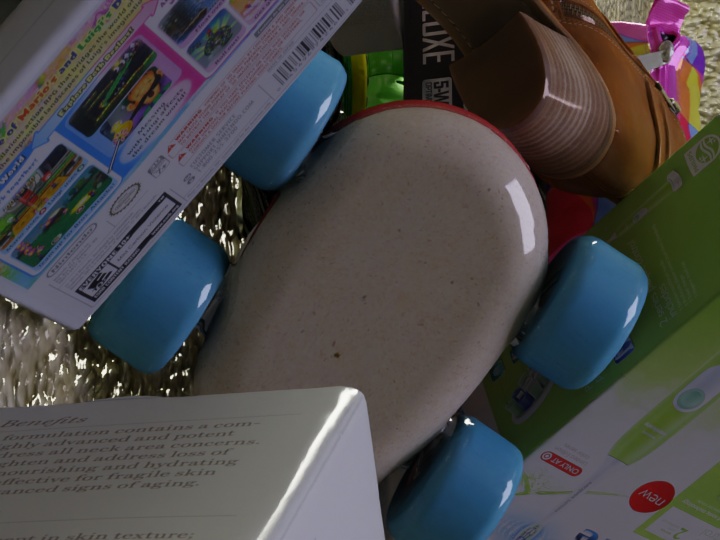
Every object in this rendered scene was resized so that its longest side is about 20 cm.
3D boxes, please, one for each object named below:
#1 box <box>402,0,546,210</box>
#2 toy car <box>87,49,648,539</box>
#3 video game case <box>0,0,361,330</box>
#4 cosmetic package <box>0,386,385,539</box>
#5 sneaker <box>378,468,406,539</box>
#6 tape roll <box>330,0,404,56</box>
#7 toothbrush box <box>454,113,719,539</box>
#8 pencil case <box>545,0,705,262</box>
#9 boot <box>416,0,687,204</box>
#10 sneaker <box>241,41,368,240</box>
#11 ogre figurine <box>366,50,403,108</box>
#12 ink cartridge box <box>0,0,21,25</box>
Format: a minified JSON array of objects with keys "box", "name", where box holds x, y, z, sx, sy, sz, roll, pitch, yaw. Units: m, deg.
[{"box":[0.065,-0.105,1.275,0.200,0.049,0.159,50,38,-68],"name":"box"},{"box":[0.000,0.000,1.105,0.177,0.184,0.200,-56,-171,8],"name":"toy car"},{"box":[-0.074,-0.074,0.902,0.200,0.024,0.182,-49,162,1],"name":"video game case"},{"box":[-0.086,0.147,0.759,0.200,0.166,0.167,-54,138,-68],"name":"cosmetic package"},{"box":[0.053,0.087,1.210,0.201,0.099,0.071,-85,-168,-46],"name":"sneaker"},{"box":[-0.003,-0.203,1.219,0.203,0.037,0.204,-7,90,-82],"name":"tape roll"},{"box":[0.145,0.048,1.123,0.145,0.200,0.086,29,32,-36],"name":"toothbrush box"},{"box":[0.130,-0.032,1.240,0.088,0.088,0.201,63,25,-59],"name":"pencil case"},{"box":[0.082,-0.117,1.148,0.154,0.073,0.201,26,46,-53],"name":"boot"},{"box":[-0.036,-0.049,1.245,0.085,0.078,0.201,37,42,-64],"name":"sneaker"},{"box":[0.016,-0.060,1.395,0.120,0.098,0.201,84,19,-67],"name":"ogre figurine"},{"box":[-0.115,-0.201,0.898,0.146,0.084,0.201,39,50,-72],"name":"ink cartridge box"}]
